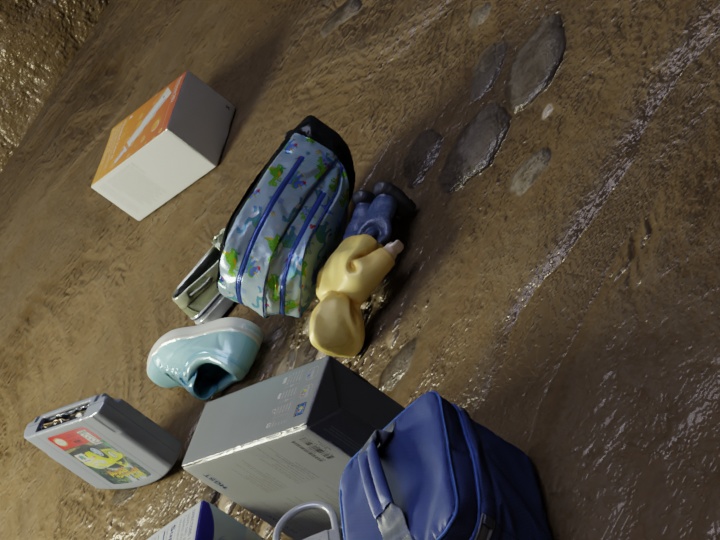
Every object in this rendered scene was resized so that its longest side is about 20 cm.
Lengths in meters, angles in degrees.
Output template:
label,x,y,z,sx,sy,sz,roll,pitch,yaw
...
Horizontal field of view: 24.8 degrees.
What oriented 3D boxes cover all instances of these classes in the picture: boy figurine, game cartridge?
label,x,y,z,sx,sy,sz,roll,pitch,yaw
boy figurine,0.000,0.000,1.750,0.124,0.064,0.202,-22,41,47
game cartridge,-0.299,0.206,1.929,0.199,0.133,0.041,-21,41,50

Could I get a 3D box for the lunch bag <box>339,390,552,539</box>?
label,x,y,z,sx,sy,sz,roll,pitch,yaw
lunch bag,0.061,0.196,1.333,0.136,0.132,0.201,-44,28,19

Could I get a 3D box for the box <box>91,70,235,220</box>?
label,x,y,z,sx,sy,sz,roll,pitch,yaw
box,-0.292,-0.182,2.423,0.199,0.097,0.125,-30,35,40

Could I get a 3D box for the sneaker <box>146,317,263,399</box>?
label,x,y,z,sx,sy,sz,roll,pitch,yaw
sneaker,-0.198,0.116,1.935,0.199,0.074,0.082,-26,34,46

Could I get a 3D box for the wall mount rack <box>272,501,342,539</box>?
label,x,y,z,sx,sy,sz,roll,pitch,yaw
wall mount rack,-0.055,0.302,1.428,0.172,0.075,0.201,-24,33,9

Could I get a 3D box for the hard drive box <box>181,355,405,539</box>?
label,x,y,z,sx,sy,sz,roll,pitch,yaw
hard drive box,-0.044,0.170,1.515,0.199,0.155,0.077,-23,39,46

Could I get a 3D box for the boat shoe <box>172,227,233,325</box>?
label,x,y,z,sx,sy,sz,roll,pitch,yaw
boat shoe,-0.156,-0.021,2.039,0.201,0.062,0.072,-55,26,-2

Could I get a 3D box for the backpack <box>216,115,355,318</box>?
label,x,y,z,sx,sy,sz,roll,pitch,yaw
backpack,-0.083,-0.043,1.835,0.200,0.153,0.164,-42,-18,-31

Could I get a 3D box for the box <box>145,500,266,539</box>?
label,x,y,z,sx,sy,sz,roll,pitch,yaw
box,-0.187,0.358,1.590,0.200,0.105,0.185,-37,31,33
